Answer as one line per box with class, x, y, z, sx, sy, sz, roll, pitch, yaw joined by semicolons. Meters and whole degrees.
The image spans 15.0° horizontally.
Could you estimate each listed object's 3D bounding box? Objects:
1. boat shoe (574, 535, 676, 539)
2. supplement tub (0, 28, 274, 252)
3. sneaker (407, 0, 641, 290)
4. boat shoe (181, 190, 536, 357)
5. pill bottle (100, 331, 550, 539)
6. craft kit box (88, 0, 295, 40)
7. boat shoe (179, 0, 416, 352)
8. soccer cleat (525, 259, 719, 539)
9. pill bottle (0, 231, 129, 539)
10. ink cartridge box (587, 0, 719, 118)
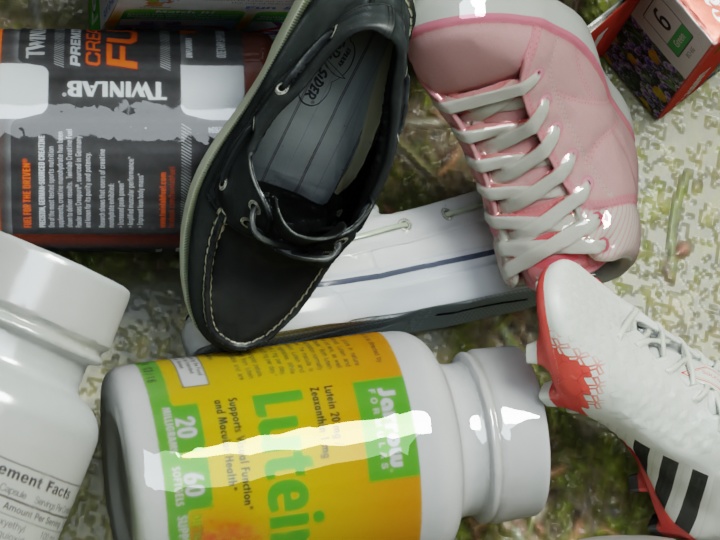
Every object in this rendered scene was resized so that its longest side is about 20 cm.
boat shoe;0.178;0.191;1.319;0.198;0.093;0.075;8;28;19
supplement tub;-0.137;-0.062;1.302;0.198;0.107;0.108;0;75;-6
sneaker;0.082;-0.054;1.276;0.075;0.200;0.105;-11;65;22
boat shoe;0.000;0.000;1.341;0.199;0.074;0.067;-9;74;-26
pill bottle;-0.016;0.088;1.286;0.198;0.111;0.112;-7;76;-13
craft kit box;-0.023;-0.138;1.300;0.198;0.197;0.049;0;87;-12
boat shoe;-0.025;-0.040;1.213;0.074;0.066;0.200;21;113;-21
soccer cleat;0.146;0.060;1.292;0.085;0.200;0.069;-11;45;29
pill bottle;-0.182;0.085;1.232;0.114;0.114;0.201;23;85;-4
ink cartridge box;0.174;-0.130;1.385;0.200;0.109;0.050;-38;83;-18
